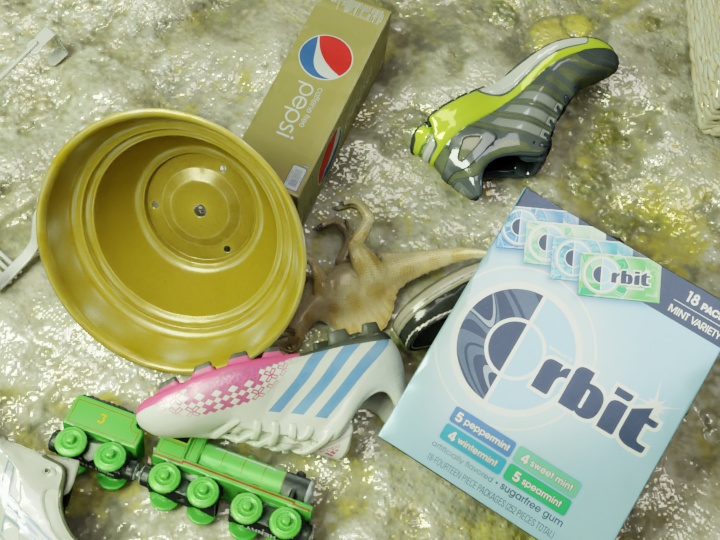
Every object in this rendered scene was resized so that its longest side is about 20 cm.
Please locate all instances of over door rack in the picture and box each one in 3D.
[{"bbox_3d":[-0.267,-0.099,0.831,0.147,0.067,0.200,39,66,13],"label":"over door rack"}]

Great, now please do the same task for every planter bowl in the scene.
[{"bbox_3d":[-0.128,-0.031,0.777,0.198,0.202,0.084,16,26,3],"label":"planter bowl"}]

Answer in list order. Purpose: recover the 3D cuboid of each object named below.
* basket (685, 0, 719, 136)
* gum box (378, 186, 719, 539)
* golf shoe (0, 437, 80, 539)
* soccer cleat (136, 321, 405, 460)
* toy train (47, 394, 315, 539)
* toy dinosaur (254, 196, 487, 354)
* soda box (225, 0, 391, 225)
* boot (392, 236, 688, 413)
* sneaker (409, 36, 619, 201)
[{"bbox_3d":[0.398,-0.225,0.908,0.195,0.161,0.202,5,62,-3],"label":"basket"},{"bbox_3d":[0.135,0.073,0.726,0.169,0.045,0.201,30,86,11],"label":"gum box"},{"bbox_3d":[-0.239,0.141,0.710,0.097,0.078,0.201,-30,79,-17],"label":"golf shoe"},{"bbox_3d":[-0.053,0.098,0.740,0.198,0.070,0.087,-13,77,-23],"label":"soccer cleat"},{"bbox_3d":[-0.121,0.141,0.741,0.198,0.042,0.057,19,52,4],"label":"toy train"},{"bbox_3d":[0.000,0.000,0.825,0.198,0.058,0.102,-25,83,-8],"label":"toy dinosaur"},{"bbox_3d":[-0.040,-0.132,0.869,0.063,0.068,0.202,22,63,6],"label":"soda box"},{"bbox_3d":[0.137,0.065,0.788,0.198,0.073,0.152,-13,65,-18],"label":"boot"},{"bbox_3d":[0.141,-0.124,0.890,0.199,0.074,0.081,-32,76,-11],"label":"sneaker"}]
